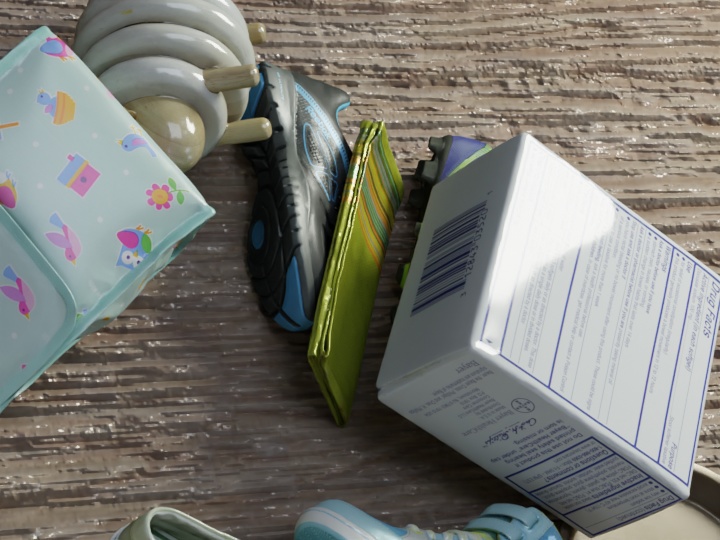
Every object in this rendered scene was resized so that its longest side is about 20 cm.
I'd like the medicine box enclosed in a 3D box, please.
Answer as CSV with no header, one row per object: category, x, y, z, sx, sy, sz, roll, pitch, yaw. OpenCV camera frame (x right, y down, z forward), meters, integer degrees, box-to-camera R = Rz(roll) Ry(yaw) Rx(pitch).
medicine box,0.132,0.046,1.725,0.200,0.103,0.183,35,50,-24

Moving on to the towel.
towel,0.000,0.000,1.758,0.018,0.086,0.201,-1,53,19

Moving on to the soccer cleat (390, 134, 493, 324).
soccer cleat,0.071,-0.010,1.802,0.083,0.065,0.201,16,54,-7

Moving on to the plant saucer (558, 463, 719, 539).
plant saucer,0.216,0.223,1.772,0.199,0.029,0.201,13,58,-21

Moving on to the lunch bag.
lunch bag,-0.221,-0.025,1.628,0.200,0.122,0.171,-42,91,-24

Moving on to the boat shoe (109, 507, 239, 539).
boat shoe,-0.065,0.211,1.607,0.199,0.062,0.072,26,54,-14

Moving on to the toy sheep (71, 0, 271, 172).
toy sheep,-0.130,-0.141,1.737,0.137,0.138,0.201,16,42,-19

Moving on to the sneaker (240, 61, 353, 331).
sneaker,-0.033,-0.052,1.770,0.082,0.073,0.201,9,61,-28

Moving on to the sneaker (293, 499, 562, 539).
sneaker,0.055,0.184,1.679,0.200,0.079,0.131,40,53,-15
